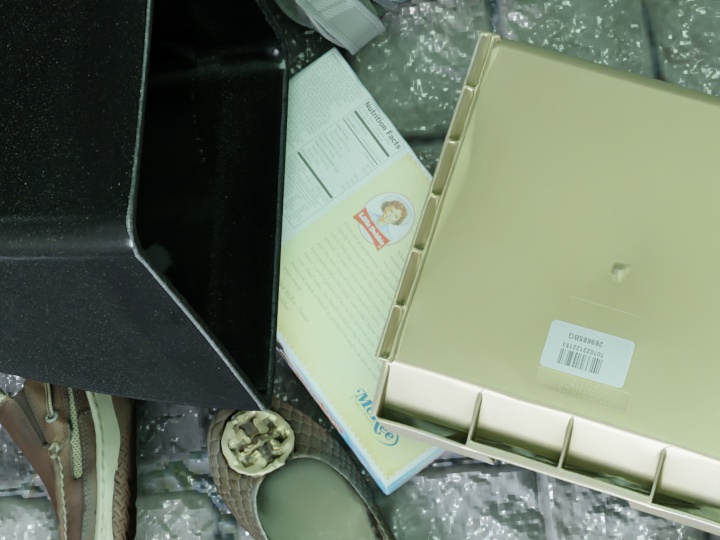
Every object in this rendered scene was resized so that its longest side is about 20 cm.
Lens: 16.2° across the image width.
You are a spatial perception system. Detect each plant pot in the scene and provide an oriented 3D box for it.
[{"bbox_3d":[-0.148,-0.055,1.176,0.176,0.200,0.201,-5,65,13],"label":"plant pot"}]

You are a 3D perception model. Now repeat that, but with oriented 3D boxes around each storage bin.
[{"bbox_3d":[0.127,0.010,1.216,0.199,0.094,0.200,17,81,12],"label":"storage bin"}]

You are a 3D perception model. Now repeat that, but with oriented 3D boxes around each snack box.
[{"bbox_3d":[0.000,0.000,1.297,0.116,0.037,0.201,-36,83,-7],"label":"snack box"}]

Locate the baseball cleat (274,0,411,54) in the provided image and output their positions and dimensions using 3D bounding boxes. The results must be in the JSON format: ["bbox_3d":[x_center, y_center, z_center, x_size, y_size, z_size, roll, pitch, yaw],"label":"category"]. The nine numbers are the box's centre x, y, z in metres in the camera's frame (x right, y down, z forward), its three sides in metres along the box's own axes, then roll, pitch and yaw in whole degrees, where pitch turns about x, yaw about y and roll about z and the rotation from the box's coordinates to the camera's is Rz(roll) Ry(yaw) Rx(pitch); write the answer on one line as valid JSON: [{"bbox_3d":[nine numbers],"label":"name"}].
[{"bbox_3d":[0.030,-0.162,1.310,0.198,0.070,0.107,7,102,-16],"label":"baseball cleat"}]

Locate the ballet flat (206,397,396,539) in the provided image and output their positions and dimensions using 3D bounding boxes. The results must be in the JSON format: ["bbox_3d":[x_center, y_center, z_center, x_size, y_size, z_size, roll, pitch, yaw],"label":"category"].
[{"bbox_3d":[-0.009,0.145,1.267,0.067,0.046,0.201,-33,83,-8],"label":"ballet flat"}]

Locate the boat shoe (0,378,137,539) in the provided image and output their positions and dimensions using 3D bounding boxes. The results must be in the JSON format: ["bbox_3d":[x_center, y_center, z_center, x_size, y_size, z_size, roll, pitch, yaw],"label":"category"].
[{"bbox_3d":[-0.149,0.073,1.265,0.074,0.075,0.204,0,68,-2],"label":"boat shoe"}]
